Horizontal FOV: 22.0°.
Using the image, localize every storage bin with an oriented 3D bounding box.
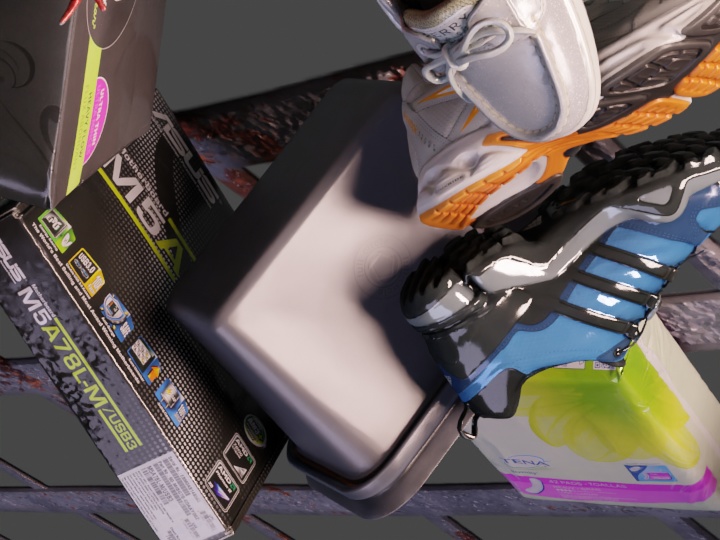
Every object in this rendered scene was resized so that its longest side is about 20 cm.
[{"bbox_3d":[0.000,0.000,0.958,0.134,0.200,0.145,43,169,-23],"label":"storage bin"}]

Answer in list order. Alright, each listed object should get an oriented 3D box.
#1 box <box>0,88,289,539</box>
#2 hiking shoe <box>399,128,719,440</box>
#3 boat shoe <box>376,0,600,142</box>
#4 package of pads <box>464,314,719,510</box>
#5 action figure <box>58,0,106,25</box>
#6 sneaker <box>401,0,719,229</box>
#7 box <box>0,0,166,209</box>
[{"bbox_3d":[-0.106,0.020,0.987,0.047,0.193,0.200,-25,104,26],"label":"box"},{"bbox_3d":[0.120,-0.001,0.892,0.087,0.199,0.074,63,-178,-15],"label":"hiking shoe"},{"bbox_3d":[0.024,-0.128,0.736,0.074,0.065,0.202,-12,119,44],"label":"boat shoe"},{"bbox_3d":[0.136,0.083,1.174,0.154,0.068,0.200,1,150,32],"label":"package of pads"},{"bbox_3d":[-0.093,-0.174,0.682,0.065,0.099,0.200,-3,129,35],"label":"action figure"},{"bbox_3d":[0.088,-0.099,0.823,0.200,0.092,0.076,-32,158,34],"label":"sneaker"},{"bbox_3d":[-0.195,-0.134,0.814,0.199,0.124,0.149,15,114,8],"label":"box"}]
